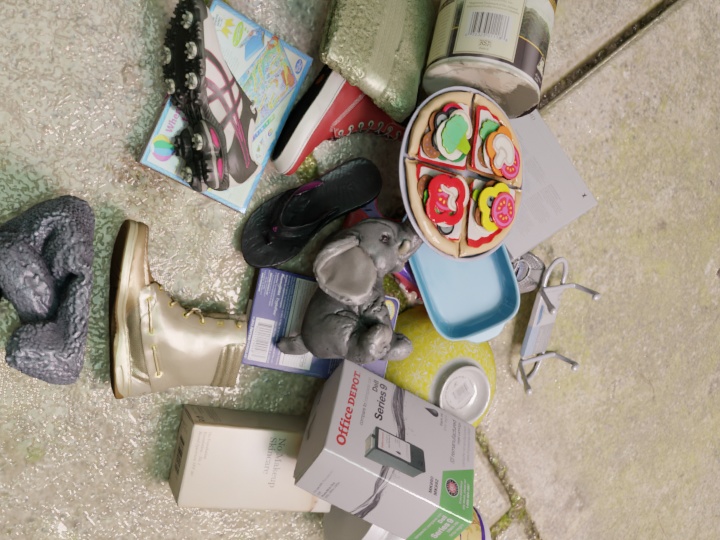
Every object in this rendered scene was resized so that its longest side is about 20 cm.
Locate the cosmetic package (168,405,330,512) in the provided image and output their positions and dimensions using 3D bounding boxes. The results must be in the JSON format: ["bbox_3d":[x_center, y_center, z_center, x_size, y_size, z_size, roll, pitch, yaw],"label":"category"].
[{"bbox_3d":[-0.128,0.235,0.890,0.196,0.073,0.106,10,94,-25],"label":"cosmetic package"}]

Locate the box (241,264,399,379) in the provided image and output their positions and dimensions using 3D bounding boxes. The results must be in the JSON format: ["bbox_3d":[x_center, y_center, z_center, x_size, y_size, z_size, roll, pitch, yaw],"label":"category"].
[{"bbox_3d":[-0.051,0.074,0.912,0.197,0.032,0.124,14,86,-23],"label":"box"}]

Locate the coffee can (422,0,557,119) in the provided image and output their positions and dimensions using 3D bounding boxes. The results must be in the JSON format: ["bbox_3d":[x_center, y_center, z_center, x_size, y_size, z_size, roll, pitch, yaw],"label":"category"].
[{"bbox_3d":[0.165,-0.309,0.875,0.144,0.146,0.204,18,80,-26],"label":"coffee can"}]

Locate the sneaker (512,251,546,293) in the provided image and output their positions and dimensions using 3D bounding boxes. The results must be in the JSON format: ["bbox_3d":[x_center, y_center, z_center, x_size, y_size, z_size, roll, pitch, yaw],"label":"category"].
[{"bbox_3d":[0.184,-0.004,0.989,0.197,0.082,0.076,10,94,-26],"label":"sneaker"}]

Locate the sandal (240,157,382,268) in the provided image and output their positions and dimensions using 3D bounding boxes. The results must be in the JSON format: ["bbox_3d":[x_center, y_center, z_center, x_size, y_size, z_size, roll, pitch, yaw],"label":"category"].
[{"bbox_3d":[-0.063,-0.078,0.865,0.199,0.048,0.076,-35,81,-10],"label":"sandal"}]

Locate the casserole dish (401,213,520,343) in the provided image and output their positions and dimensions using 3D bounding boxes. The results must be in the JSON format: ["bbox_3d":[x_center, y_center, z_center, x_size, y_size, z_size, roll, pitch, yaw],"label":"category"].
[{"bbox_3d":[0.124,-0.009,0.902,0.119,0.039,0.203,-21,96,0],"label":"casserole dish"}]

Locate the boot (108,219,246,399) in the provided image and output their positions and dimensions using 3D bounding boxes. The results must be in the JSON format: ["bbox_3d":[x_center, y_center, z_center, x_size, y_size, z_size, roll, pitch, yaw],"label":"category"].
[{"bbox_3d":[-0.206,0.044,0.821,0.153,0.073,0.204,0,100,-24],"label":"boot"}]

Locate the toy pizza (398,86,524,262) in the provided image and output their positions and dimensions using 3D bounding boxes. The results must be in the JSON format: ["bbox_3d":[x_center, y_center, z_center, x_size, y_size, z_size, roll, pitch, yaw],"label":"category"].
[{"bbox_3d":[0.128,-0.112,0.831,0.197,0.031,0.205,-1,92,-34],"label":"toy pizza"}]

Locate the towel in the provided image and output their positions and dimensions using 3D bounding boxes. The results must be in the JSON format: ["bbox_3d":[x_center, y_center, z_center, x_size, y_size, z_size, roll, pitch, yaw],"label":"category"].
[{"bbox_3d":[0.026,-0.291,0.851,0.147,0.036,0.203,31,59,-30],"label":"towel"}]

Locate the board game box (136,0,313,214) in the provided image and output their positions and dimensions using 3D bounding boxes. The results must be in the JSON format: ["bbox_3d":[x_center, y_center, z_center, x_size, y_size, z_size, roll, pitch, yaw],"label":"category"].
[{"bbox_3d":[-0.155,-0.187,0.829,0.133,0.034,0.203,26,87,-26],"label":"board game box"}]

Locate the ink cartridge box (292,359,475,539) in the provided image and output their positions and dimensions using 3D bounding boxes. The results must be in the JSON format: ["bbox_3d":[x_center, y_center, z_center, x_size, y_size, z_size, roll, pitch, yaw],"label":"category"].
[{"bbox_3d":[0.034,0.221,0.859,0.198,0.147,0.084,28,127,-11],"label":"ink cartridge box"}]

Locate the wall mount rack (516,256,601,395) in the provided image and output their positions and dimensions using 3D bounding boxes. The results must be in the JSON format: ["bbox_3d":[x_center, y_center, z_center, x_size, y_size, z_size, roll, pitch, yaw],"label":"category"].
[{"bbox_3d":[0.269,0.089,1.015,0.172,0.074,0.204,-7,115,-47],"label":"wall mount rack"}]

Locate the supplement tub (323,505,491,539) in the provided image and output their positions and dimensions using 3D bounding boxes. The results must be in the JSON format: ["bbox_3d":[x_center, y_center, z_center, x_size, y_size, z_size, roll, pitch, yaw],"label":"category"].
[{"bbox_3d":[0.063,0.348,0.955,0.199,0.145,0.147,34,84,-26],"label":"supplement tub"}]

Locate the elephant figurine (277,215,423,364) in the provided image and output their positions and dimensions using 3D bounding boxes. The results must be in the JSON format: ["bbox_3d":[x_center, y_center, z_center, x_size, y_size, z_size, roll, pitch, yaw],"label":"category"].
[{"bbox_3d":[0.000,0.000,0.850,0.153,0.140,0.205,-4,97,-39],"label":"elephant figurine"}]

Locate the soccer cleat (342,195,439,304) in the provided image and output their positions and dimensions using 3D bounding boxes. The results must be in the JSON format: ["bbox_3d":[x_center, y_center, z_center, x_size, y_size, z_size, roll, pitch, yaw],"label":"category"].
[{"bbox_3d":[0.062,-0.019,0.938,0.199,0.067,0.077,38,93,-21],"label":"soccer cleat"}]

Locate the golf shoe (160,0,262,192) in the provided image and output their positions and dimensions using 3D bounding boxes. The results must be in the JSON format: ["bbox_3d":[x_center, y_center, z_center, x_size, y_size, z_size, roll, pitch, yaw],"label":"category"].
[{"bbox_3d":[-0.160,-0.190,0.778,0.087,0.076,0.204,-16,108,-42],"label":"golf shoe"}]

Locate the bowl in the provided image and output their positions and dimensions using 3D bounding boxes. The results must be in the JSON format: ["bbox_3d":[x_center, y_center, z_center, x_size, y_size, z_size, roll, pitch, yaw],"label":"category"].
[{"bbox_3d":[0.115,0.155,0.970,0.196,0.107,0.205,-4,100,-25],"label":"bowl"}]

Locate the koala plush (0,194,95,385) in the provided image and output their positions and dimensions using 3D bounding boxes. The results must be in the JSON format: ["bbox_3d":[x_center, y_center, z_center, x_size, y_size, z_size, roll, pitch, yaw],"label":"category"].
[{"bbox_3d":[-0.369,0.007,0.697,0.196,0.177,0.188,7,84,-25],"label":"koala plush"}]

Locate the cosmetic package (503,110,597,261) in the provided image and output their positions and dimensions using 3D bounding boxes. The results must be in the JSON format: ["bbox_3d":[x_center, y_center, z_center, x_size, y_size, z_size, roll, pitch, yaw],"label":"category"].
[{"bbox_3d":[0.197,-0.130,0.949,0.149,0.052,0.202,-30,84,-15],"label":"cosmetic package"}]

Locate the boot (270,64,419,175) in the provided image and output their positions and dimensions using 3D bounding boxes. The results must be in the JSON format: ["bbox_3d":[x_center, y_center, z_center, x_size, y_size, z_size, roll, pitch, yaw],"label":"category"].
[{"bbox_3d":[-0.010,-0.173,0.881,0.144,0.072,0.202,39,78,-26],"label":"boot"}]
